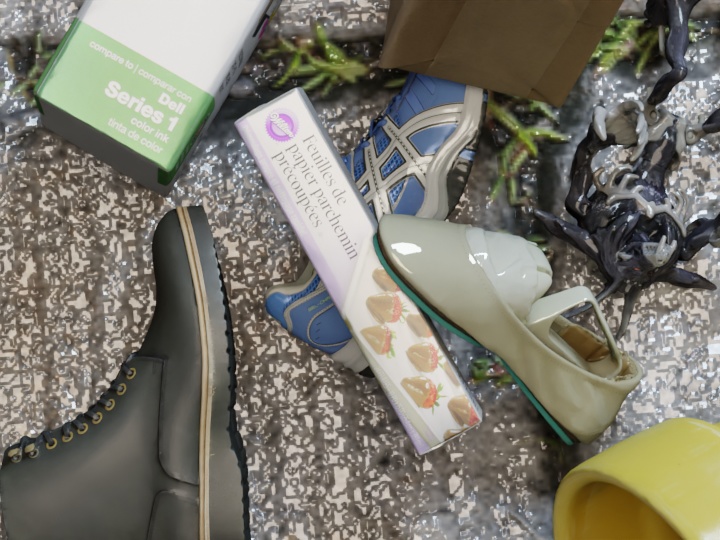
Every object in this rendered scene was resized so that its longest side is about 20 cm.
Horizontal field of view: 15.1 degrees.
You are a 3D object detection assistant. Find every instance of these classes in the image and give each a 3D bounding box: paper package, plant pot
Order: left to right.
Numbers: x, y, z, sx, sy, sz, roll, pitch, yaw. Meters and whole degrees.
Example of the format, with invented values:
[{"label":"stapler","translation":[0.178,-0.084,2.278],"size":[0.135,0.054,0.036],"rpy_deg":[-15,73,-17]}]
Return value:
[{"label":"paper package","translation":[0.087,-0.214,1.395],"size":[0.103,0.191,0.200],"rpy_deg":[13,65,-6]},{"label":"plant pot","translation":[0.232,0.149,1.417],"size":[0.189,0.201,0.201],"rpy_deg":[-27,89,-20]}]

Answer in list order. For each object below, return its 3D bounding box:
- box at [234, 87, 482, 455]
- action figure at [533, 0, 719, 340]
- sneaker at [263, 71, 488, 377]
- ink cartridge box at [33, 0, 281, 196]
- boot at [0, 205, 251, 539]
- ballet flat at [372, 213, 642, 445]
[{"label":"box","translation":[0.000,0.000,1.416],"size":[0.039,0.041,0.200],"rpy_deg":[-29,93,4]},{"label":"action figure","translation":[0.169,-0.062,1.463],"size":[0.119,0.102,0.200],"rpy_deg":[20,84,-14]},{"label":"sneaker","translation":[0.012,-0.047,1.463],"size":[0.077,0.076,0.200],"rpy_deg":[21,84,-7]},{"label":"ink cartridge box","translation":[-0.086,-0.149,1.429],"size":[0.084,0.145,0.200],"rpy_deg":[30,85,-2]},{"label":"boot","translation":[-0.134,0.069,1.452],"size":[0.138,0.077,0.200],"rpy_deg":[-5,86,1]},{"label":"ballet flat","translation":[0.085,0.019,1.429],"size":[0.070,0.069,0.200],"rpy_deg":[-52,130,-5]}]
